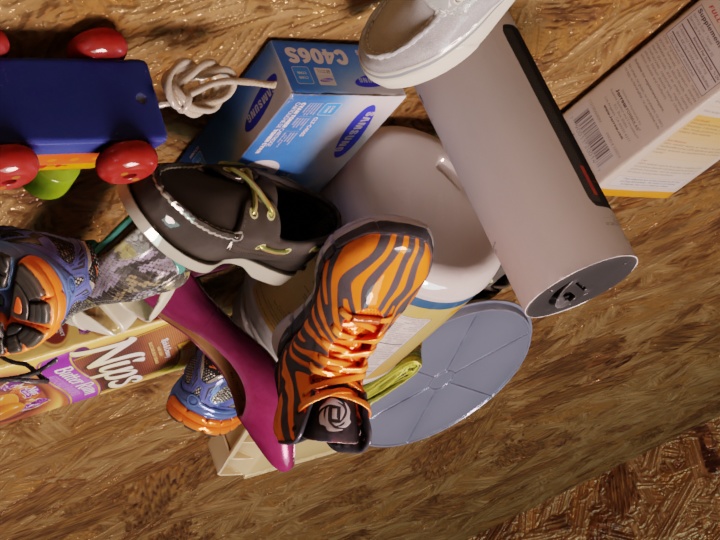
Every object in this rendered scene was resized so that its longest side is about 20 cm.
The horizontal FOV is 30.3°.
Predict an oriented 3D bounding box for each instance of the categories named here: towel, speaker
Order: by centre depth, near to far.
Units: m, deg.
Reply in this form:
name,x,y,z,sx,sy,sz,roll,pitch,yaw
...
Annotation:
name,x,y,z,sx,sy,sz,roll,pitch,yaw
speaker,0.101,-0.072,0.864,0.081,0.200,0.081,-21,160,-8
towel,0.026,0.046,1.144,0.086,0.018,0.200,-35,-159,24

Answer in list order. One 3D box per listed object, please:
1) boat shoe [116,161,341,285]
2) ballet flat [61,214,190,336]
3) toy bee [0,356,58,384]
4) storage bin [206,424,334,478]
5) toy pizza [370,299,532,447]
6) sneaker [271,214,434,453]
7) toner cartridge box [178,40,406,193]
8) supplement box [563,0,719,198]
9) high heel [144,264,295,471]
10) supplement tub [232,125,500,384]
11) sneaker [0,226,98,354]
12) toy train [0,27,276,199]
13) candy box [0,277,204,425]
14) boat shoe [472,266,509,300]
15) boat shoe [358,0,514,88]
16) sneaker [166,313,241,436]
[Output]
name,x,y,z,sx,sy,sz,roll,pitch,yaw
boat shoe,-0.077,-0.038,0.830,0.061,0.072,0.201,-33,163,16
ballet flat,-0.169,0.011,0.882,0.072,0.072,0.200,-9,173,-35
toy bee,-0.269,0.024,0.874,0.200,0.109,0.131,-4,175,22
storage bin,-0.043,0.113,1.318,0.198,0.094,0.200,-12,157,-26
toy pizza,0.068,0.090,1.224,0.200,0.032,0.200,-22,146,-16
sneaker,-0.003,0.055,0.871,0.077,0.112,0.200,10,143,-16
toner cartridge box,-0.064,-0.076,0.900,0.095,0.043,0.200,-6,153,-39
supplement box,0.269,-0.141,1.056,0.126,0.074,0.200,0,150,-46
high heel,-0.118,0.066,0.980,0.096,0.200,0.067,-21,172,-22
supplement tub,0.000,0.000,1.012,0.144,0.145,0.200,-6,154,-39
sneaker,-0.236,0.008,0.773,0.200,0.076,0.078,7,-161,28
toy train,-0.157,-0.076,0.759,0.200,0.085,0.116,-6,164,-39
candy box,-0.223,0.058,1.042,0.200,0.057,0.117,-18,159,-20
boat shoe,0.110,-0.006,1.189,0.072,0.061,0.201,-51,177,-35
boat shoe,0.061,-0.184,0.754,0.201,0.070,0.071,-38,144,26
sneaker,-0.083,0.063,1.112,0.079,0.075,0.200,-63,172,32
